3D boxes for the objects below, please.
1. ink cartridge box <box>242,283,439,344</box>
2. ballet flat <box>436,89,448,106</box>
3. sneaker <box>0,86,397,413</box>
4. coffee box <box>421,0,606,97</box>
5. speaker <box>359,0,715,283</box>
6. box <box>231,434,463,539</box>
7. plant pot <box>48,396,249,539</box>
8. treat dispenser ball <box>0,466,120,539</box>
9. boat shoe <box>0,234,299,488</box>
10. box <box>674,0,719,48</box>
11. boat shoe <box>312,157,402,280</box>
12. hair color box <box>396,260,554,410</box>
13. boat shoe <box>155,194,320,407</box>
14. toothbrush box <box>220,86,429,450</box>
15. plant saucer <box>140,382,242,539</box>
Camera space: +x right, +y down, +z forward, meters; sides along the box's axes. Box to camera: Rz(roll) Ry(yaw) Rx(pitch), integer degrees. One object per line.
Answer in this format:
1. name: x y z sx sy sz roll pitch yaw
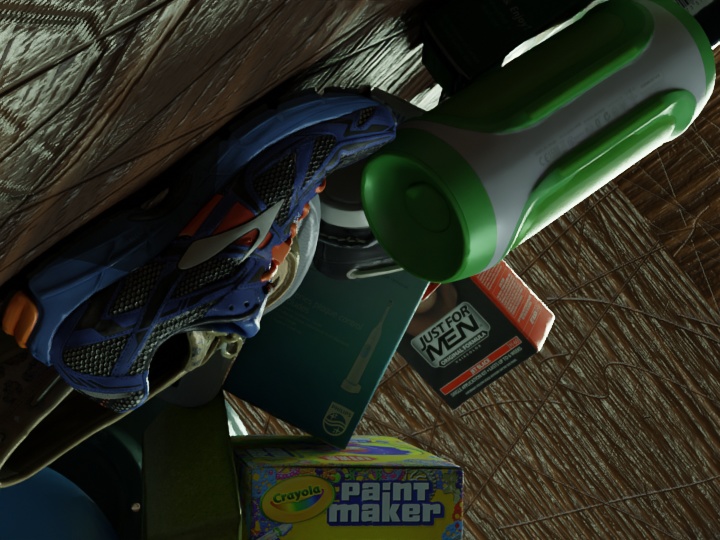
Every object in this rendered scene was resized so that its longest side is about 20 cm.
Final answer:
1. ink cartridge box: -0.047 0.017 1.153 0.200 0.050 0.162 -15 -177 10
2. ballet flat: 0.078 -0.113 1.146 0.073 0.073 0.200 -37 172 -18
3. sneaker: -0.060 -0.010 0.716 0.200 0.078 0.075 -37 179 -13
4. coffee box: 0.123 -0.169 0.872 0.200 0.044 0.123 -37 178 1
5. speaker: 0.094 -0.071 0.814 0.200 0.088 0.088 -34 177 -33
6. box: -0.021 0.201 0.950 0.122 0.193 0.200 1 179 -10
7. plant pot: -0.179 0.154 1.065 0.200 0.200 0.134 -38 169 6
8. treat dispenser ball: -0.226 0.200 0.901 0.201 0.201 0.201 -38 179 -1
9. boat shoe: -0.104 0.037 0.760 0.200 0.063 0.073 -31 142 -22
10. box: 0.185 -0.171 1.147 0.148 0.104 0.200 -38 179 -20
11. boat shoe: 0.062 -0.046 0.886 0.200 0.074 0.060 -20 137 -25
12. hair color box: 0.047 0.003 1.257 0.102 0.200 0.061 -39 -172 33
13. boat shoe: -0.076 -0.005 0.879 0.200 0.072 0.071 -53 -161 46
14. toothbrush box: 0.000 0.000 0.991 0.200 0.085 0.146 -62 179 0
15. plant saucer: -0.101 0.183 0.912 0.048 0.200 0.200 1 -161 -8
